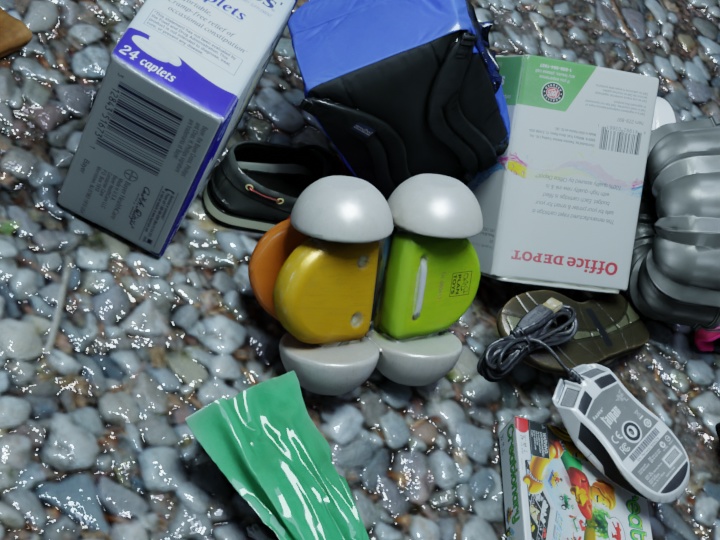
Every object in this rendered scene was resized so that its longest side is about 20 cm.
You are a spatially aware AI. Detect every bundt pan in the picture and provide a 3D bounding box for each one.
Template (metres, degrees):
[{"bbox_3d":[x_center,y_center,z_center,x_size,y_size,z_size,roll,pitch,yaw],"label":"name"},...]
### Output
[{"bbox_3d":[0.290,-0.045,1.493,0.075,0.202,0.203,2,53,-13],"label":"bundt pan"}]

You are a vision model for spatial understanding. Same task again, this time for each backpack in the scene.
[{"bbox_3d":[0.045,-0.170,1.376,0.161,0.200,0.169,-16,53,13],"label":"backpack"}]

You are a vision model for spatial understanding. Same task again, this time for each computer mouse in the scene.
[{"bbox_3d":[0.194,0.121,1.353,0.200,0.044,0.110,49,53,5],"label":"computer mouse"}]

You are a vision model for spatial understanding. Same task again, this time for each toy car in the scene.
[{"bbox_3d":[0.000,0.000,1.339,0.199,0.176,0.150,-4,20,-31],"label":"toy car"}]

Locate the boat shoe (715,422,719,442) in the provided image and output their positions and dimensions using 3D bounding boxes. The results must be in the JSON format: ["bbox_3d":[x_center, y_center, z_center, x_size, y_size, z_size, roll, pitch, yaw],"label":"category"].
[{"bbox_3d":[0.415,0.181,1.474,0.199,0.075,0.093,2,71,-28],"label":"boat shoe"}]

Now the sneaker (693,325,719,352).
[{"bbox_3d":[0.414,0.087,1.537,0.199,0.081,0.075,28,61,13],"label":"sneaker"}]

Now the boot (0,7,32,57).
[{"bbox_3d":[-0.398,-0.220,1.334,0.188,0.069,0.200,38,45,3],"label":"boot"}]

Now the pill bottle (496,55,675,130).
[{"bbox_3d":[0.207,-0.144,1.577,0.199,0.111,0.112,5,52,-25],"label":"pill bottle"}]

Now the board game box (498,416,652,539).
[{"bbox_3d":[0.182,0.225,1.323,0.125,0.035,0.201,15,49,-19],"label":"board game box"}]

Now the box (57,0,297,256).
[{"bbox_3d":[-0.149,-0.150,1.335,0.104,0.184,0.201,28,47,-5],"label":"box"}]

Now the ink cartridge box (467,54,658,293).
[{"bbox_3d":[0.179,-0.087,1.463,0.144,0.087,0.202,6,92,-23],"label":"ink cartridge box"}]

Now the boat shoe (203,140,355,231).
[{"bbox_3d":[-0.038,-0.072,1.419,0.200,0.063,0.074,4,50,-31],"label":"boat shoe"}]

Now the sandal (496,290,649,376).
[{"bbox_3d":[0.188,0.060,1.452,0.199,0.055,0.082,-8,64,-50],"label":"sandal"}]

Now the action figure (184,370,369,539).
[{"bbox_3d":[-0.046,0.183,1.219,0.118,0.055,0.201,-22,74,-40],"label":"action figure"}]
